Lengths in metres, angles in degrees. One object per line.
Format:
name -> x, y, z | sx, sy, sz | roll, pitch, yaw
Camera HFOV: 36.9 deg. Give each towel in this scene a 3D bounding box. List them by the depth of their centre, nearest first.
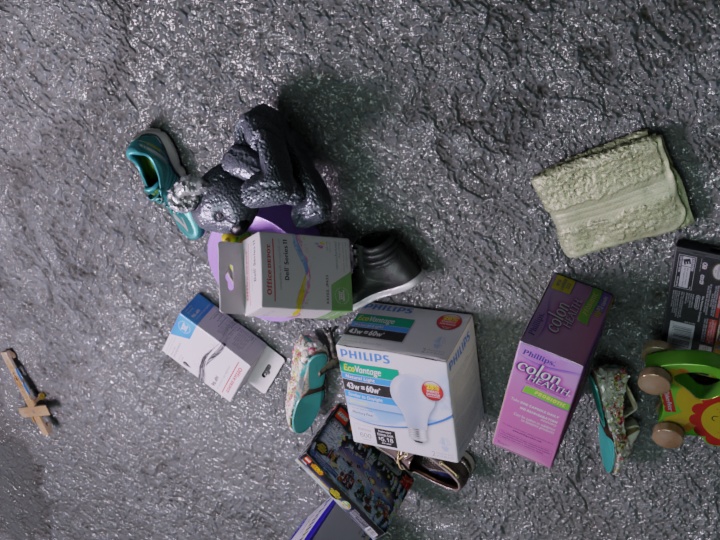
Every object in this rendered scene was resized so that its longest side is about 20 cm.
towel -> 0.339, -0.099, 1.460 | 0.198, 0.037, 0.150 | -17, 111, 36

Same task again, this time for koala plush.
koala plush -> -0.177, -0.127, 1.619 | 0.198, 0.177, 0.186 | -31, 67, 21

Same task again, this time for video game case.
video game case -> 0.510, 0.065, 1.482 | 0.178, 0.026, 0.203 | 13, 126, 22

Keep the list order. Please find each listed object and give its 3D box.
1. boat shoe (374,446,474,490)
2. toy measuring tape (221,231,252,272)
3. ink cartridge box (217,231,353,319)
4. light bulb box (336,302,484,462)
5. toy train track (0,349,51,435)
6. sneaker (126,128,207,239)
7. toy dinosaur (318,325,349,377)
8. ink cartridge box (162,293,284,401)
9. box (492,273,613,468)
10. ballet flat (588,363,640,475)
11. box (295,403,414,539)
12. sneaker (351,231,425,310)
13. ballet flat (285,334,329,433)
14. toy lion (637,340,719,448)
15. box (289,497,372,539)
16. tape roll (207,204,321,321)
boat shoe -> 0.097, 0.319, 1.863 | 0.197, 0.060, 0.073 | 22, 130, 15
toy measuring tape -> -0.141, 0.005, 1.694 | 0.199, 0.074, 0.074 | 36, 132, 3
ink cartridge box -> -0.113, 0.008, 1.628 | 0.067, 0.197, 0.120 | -22, 69, 57
light bulb box -> 0.083, 0.176, 1.732 | 0.195, 0.125, 0.203 | 6, 125, 26
toy train track -> -0.704, 0.255, 2.296 | 0.113, 0.032, 0.203 | -9, 110, 42
sneaker -> -0.323, -0.133, 1.782 | 0.077, 0.080, 0.202 | -16, 112, 36
toy dinosaur -> -0.028, 0.136, 1.770 | 0.047, 0.200, 0.090 | -12, 77, 18
ink cartridge box -> -0.246, 0.151, 1.939 | 0.199, 0.068, 0.117 | 36, 132, 3
box -> 0.279, 0.144, 1.565 | 0.095, 0.176, 0.203 | 20, 128, 16
ballet flat -> 0.391, 0.227, 1.635 | 0.063, 0.076, 0.203 | -16, 123, -1
box -> -0.007, 0.351, 1.894 | 0.200, 0.137, 0.040 | 46, 131, -7
sneaker -> 0.000, 0.000, 1.700 | 0.198, 0.071, 0.100 | -22, 107, 32
ballet flat -> -0.097, 0.193, 1.885 | 0.064, 0.075, 0.203 | 49, 137, 38
toy lion -> 0.503, 0.186, 1.524 | 0.188, 0.069, 0.202 | -2, 135, 27
box -> -0.071, 0.525, 2.017 | 0.105, 0.184, 0.200 | 41, 131, -1
tape roll -> -0.152, -0.018, 1.773 | 0.197, 0.066, 0.203 | 14, 127, 20
